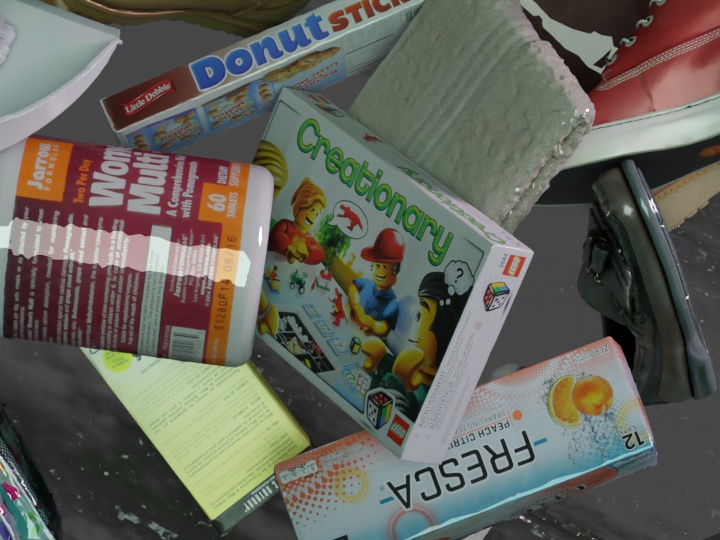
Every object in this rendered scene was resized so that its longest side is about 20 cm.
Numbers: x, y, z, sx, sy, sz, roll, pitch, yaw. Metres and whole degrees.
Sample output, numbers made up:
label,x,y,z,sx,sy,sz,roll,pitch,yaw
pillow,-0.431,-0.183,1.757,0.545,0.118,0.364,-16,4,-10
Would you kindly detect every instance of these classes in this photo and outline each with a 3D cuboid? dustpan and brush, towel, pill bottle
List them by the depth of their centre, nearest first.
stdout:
label,x,y,z,sx,sy,sz,roll,pitch,yaw
dustpan and brush,-0.226,-0.084,1.508,0.139,0.057,0.201,21,62,15
pill bottle,-0.150,-0.014,1.566,0.199,0.110,0.110,8,93,-3
towel,0.042,-0.058,1.601,0.034,0.133,0.200,6,131,-44

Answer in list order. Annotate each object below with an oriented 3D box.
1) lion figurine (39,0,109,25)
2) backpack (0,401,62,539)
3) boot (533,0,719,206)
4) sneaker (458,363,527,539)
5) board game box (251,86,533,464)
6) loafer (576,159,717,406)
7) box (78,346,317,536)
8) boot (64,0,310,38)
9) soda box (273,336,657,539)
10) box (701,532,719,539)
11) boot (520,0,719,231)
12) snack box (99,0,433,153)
label,x,y,z,sx,sy,sz,roll,pitch,yaw
lion figurine,-0.201,-0.137,1.618,0.199,0.072,0.123,-22,81,4
backpack,-0.273,0.116,1.600,0.177,0.151,0.201,-29,91,-1
boot,0.155,-0.125,1.608,0.199,0.072,0.145,-19,72,10
sneaker,0.040,0.139,1.666,0.072,0.072,0.201,24,84,20
board game box,0.000,0.000,1.585,0.034,0.200,0.127,9,110,-42
loafer,0.149,0.018,1.617,0.063,0.200,0.072,-21,52,4
box,-0.109,0.047,1.653,0.075,0.050,0.200,-38,97,-1
boot,-0.049,-0.190,1.549,0.174,0.200,0.067,4,71,-37
soda box,0.058,0.105,1.597,0.199,0.064,0.069,-21,76,4
box,0.172,0.274,1.658,0.199,0.124,0.198,-21,93,-3
boot,0.185,-0.136,1.655,0.200,0.072,0.167,-38,98,2
snack box,-0.044,-0.113,1.635,0.199,0.072,0.024,-23,76,-3
